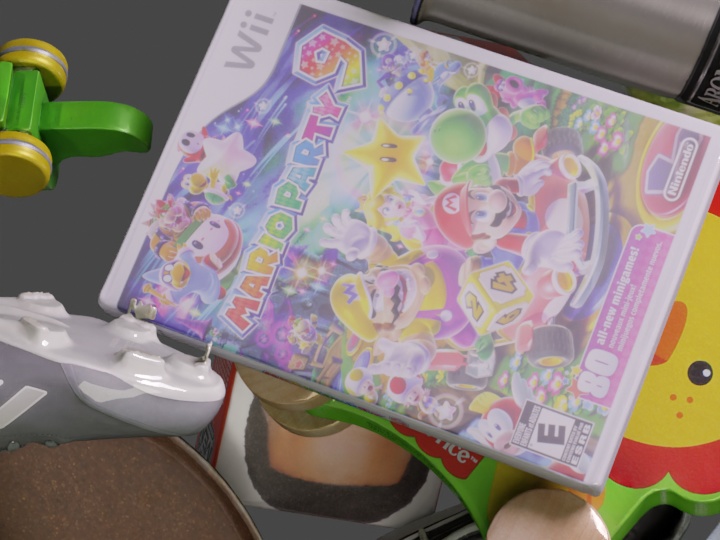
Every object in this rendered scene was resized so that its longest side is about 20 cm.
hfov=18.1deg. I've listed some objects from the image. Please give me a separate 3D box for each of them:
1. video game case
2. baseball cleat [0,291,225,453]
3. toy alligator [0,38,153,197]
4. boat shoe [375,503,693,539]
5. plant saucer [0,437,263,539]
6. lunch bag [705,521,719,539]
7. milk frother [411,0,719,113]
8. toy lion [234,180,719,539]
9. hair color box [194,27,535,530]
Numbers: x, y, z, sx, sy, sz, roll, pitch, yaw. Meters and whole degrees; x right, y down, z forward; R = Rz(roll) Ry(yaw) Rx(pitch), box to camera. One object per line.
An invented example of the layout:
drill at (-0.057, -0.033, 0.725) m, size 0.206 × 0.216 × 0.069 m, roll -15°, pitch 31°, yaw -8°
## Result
video game case at (0.020, -0.017, 0.838) m, size 0.199 × 0.018 × 0.144 m, roll 19°, pitch 76°, yaw 14°
baseball cleat at (-0.151, 0.053, 0.816) m, size 0.198 × 0.070 × 0.107 m, roll 13°, pitch 100°, yaw 3°
toy alligator at (-0.183, -0.063, 0.897) m, size 0.198 × 0.060 × 0.054 m, roll 11°, pitch 145°, yaw -12°
boat shoe at (0.049, 0.135, 0.912) m, size 0.198 × 0.068 × 0.074 m, roll -28°, pitch 99°, yaw 9°
plant saucer at (-0.114, 0.135, 0.938) m, size 0.199 × 0.037 × 0.202 m, roll 7°, pitch 110°, yaw 20°
lunch bag at (0.233, 0.142, 0.977) m, size 0.200 × 0.077 × 0.161 m, roll -46°, pitch 114°, yaw -23°
milk frother at (0.141, -0.170, 0.880) m, size 0.187 × 0.201 × 0.181 m, roll 19°, pitch 131°, yaw 0°
toy lion at (0.080, 0.024, 0.860) m, size 0.200 × 0.069 × 0.192 m, roll 37°, pitch 82°, yaw 17°
hair color box at (0.000, 0.000, 0.939) m, size 0.101 × 0.061 × 0.202 m, roll 9°, pitch 105°, yaw -12°
